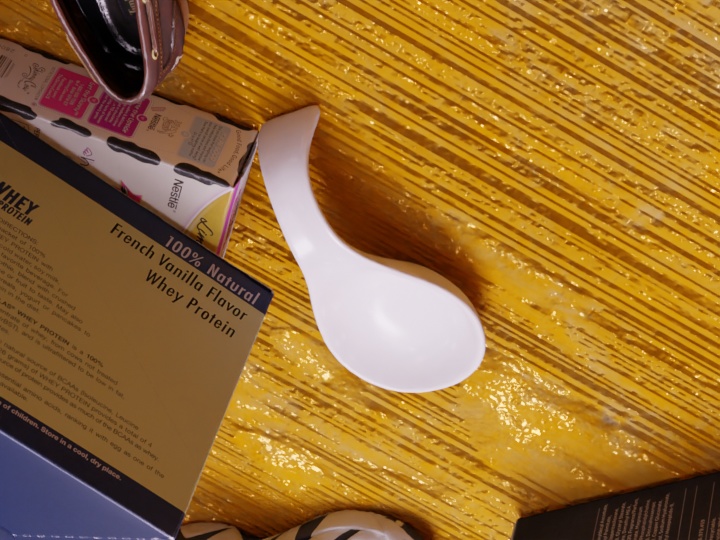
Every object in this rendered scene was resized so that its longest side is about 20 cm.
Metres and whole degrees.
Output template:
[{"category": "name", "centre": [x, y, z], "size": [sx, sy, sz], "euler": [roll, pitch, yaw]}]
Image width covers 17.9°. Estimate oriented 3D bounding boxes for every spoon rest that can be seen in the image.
[{"category": "spoon rest", "centre": [0.000, 0.000, 1.340], "size": [0.099, 0.061, 0.200], "euler": [-18, 121, 29]}]

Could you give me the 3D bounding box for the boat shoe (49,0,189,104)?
[{"category": "boat shoe", "centre": [-0.147, -0.183, 1.226], "size": [0.070, 0.070, 0.200], "euler": [-10, 124, 25]}]

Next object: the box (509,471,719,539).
[{"category": "box", "centre": [0.207, 0.222, 1.431], "size": [0.200, 0.107, 0.149], "euler": [-16, 123, 27]}]

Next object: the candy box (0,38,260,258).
[{"category": "candy box", "centre": [-0.173, -0.050, 1.351], "size": [0.200, 0.061, 0.137], "euler": [19, 131, 0]}]

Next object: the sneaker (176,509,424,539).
[{"category": "sneaker", "centre": [-0.053, 0.228, 1.501], "size": [0.199, 0.130, 0.080], "euler": [1, 130, 16]}]

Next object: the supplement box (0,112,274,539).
[{"category": "supplement box", "centre": [-0.185, 0.059, 1.271], "size": [0.200, 0.200, 0.134], "euler": [33, 132, -13]}]
